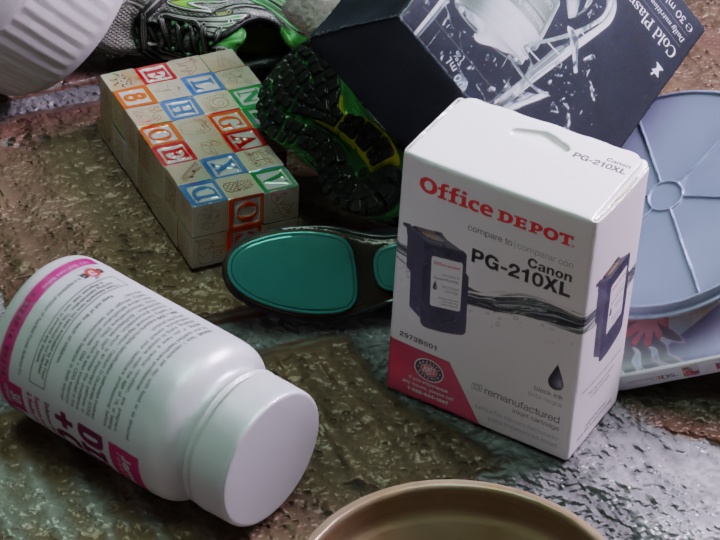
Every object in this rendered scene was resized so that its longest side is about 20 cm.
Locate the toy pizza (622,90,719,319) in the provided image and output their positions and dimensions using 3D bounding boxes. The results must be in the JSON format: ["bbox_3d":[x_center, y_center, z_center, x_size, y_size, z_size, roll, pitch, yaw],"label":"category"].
[{"bbox_3d":[0.220,-0.044,1.557,0.200,0.032,0.201,-15,49,18],"label":"toy pizza"}]

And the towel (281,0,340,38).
[{"bbox_3d":[0.051,-0.227,1.686,0.200,0.034,0.133,-45,75,2],"label":"towel"}]

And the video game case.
[{"bbox_3d":[0.259,-0.018,1.557,0.182,0.023,0.200,-12,52,16],"label":"video game case"}]

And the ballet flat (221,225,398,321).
[{"bbox_3d":[0.000,0.000,1.583,0.199,0.073,0.073,-4,37,-4],"label":"ballet flat"}]

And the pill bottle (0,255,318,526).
[{"bbox_3d":[-0.132,0.079,1.418,0.200,0.114,0.113,27,42,29],"label":"pill bottle"}]

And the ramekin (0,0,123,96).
[{"bbox_3d":[-0.275,-0.237,1.776,0.105,0.200,0.200,34,18,-37],"label":"ramekin"}]

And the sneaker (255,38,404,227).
[{"bbox_3d":[-0.012,-0.096,1.643,0.085,0.078,0.200,32,19,-48],"label":"sneaker"}]

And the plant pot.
[{"bbox_3d":[0.057,0.219,1.259,0.200,0.093,0.201,1,36,-1],"label":"plant pot"}]

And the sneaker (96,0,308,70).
[{"bbox_3d":[-0.134,-0.204,1.821,0.199,0.078,0.085,-1,37,-7],"label":"sneaker"}]

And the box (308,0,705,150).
[{"bbox_3d":[0.106,-0.168,1.564,0.197,0.200,0.124,-53,24,-23],"label":"box"}]

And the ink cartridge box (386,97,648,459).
[{"bbox_3d":[0.102,0.005,1.463,0.145,0.200,0.084,21,40,23],"label":"ink cartridge box"}]

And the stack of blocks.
[{"bbox_3d":[-0.114,-0.089,1.694,0.115,0.059,0.200,-13,39,-21],"label":"stack of blocks"}]
